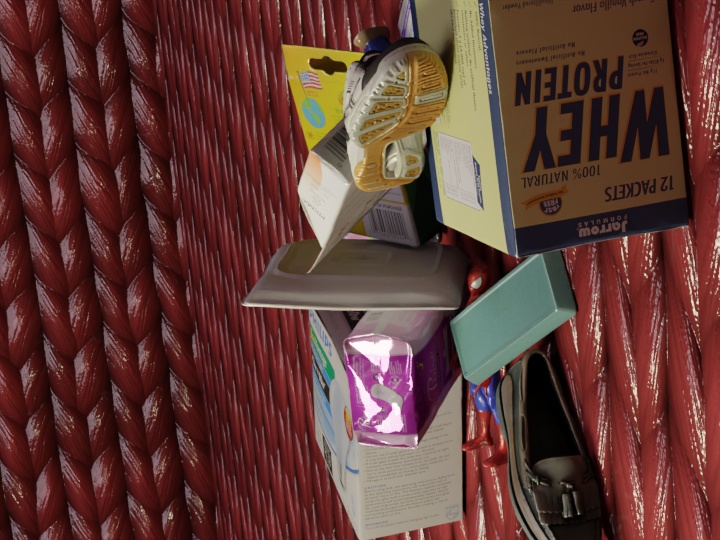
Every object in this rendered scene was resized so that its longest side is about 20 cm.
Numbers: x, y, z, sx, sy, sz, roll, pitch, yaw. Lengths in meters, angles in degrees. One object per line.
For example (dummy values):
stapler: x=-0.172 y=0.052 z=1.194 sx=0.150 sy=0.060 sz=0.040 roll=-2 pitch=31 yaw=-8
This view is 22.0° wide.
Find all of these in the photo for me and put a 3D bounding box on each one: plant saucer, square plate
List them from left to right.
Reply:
square plate: x=0.000 y=0.000 z=1.738 sx=0.198 sy=0.197 sz=0.029 roll=-66 pitch=-23 yaw=-75
plant saucer: x=0.132 y=0.040 z=1.654 sx=0.200 sy=0.019 sz=0.071 roll=-43 pitch=57 yaw=58

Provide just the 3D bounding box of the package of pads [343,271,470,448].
package of pads: x=0.051 y=0.073 z=1.803 sx=0.200 sy=0.075 sz=0.122 roll=-51 pitch=-41 yaw=-58

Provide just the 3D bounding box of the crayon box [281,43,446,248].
crayon box: x=0.005 y=-0.129 z=1.770 sx=0.126 sy=0.051 sz=0.202 roll=13 pitch=128 yaw=44

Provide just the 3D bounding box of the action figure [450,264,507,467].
action figure: x=0.117 y=0.089 z=1.775 sx=0.065 sy=0.051 sz=0.202 roll=-141 pitch=45 yaw=-59

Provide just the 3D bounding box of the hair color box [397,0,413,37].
hair color box: x=0.093 y=-0.182 z=1.654 sx=0.110 sy=0.064 sz=0.202 roll=102 pitch=153 yaw=-56

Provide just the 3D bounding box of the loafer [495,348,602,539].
loafer: x=0.163 y=0.161 z=1.600 sx=0.063 sy=0.071 sz=0.202 roll=108 pitch=152 yaw=-51

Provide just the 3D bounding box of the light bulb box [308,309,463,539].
light bulb box: x=0.028 y=0.149 z=2.032 sx=0.199 sy=0.123 sz=0.202 roll=-119 pitch=22 yaw=-55

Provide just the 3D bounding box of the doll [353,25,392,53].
doll: x=0.049 y=-0.148 z=1.816 sx=0.137 sy=0.048 sz=0.201 roll=-48 pitch=61 yaw=32

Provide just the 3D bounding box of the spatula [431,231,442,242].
spatula: x=0.052 y=-0.064 z=1.992 sx=0.200 sy=0.020 sz=0.057 roll=-140 pitch=48 yaw=-64

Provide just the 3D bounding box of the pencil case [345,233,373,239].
pencil case: x=0.020 y=-0.104 z=1.927 sx=0.087 sy=0.086 sz=0.203 roll=-176 pitch=83 yaw=-76

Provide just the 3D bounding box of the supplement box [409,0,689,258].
supplement box: x=0.133 y=-0.130 z=1.364 sx=0.200 sy=0.133 sz=0.202 roll=-147 pitch=48 yaw=-73

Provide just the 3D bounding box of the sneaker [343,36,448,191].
sneaker: x=0.015 y=-0.136 z=1.410 sx=0.200 sy=0.075 sz=0.089 roll=111 pitch=147 yaw=-67

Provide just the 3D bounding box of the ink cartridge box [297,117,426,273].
ink cartridge box: x=0.007 y=-0.099 z=1.611 sx=0.050 sy=0.162 sz=0.200 roll=42 pitch=156 yaw=5
